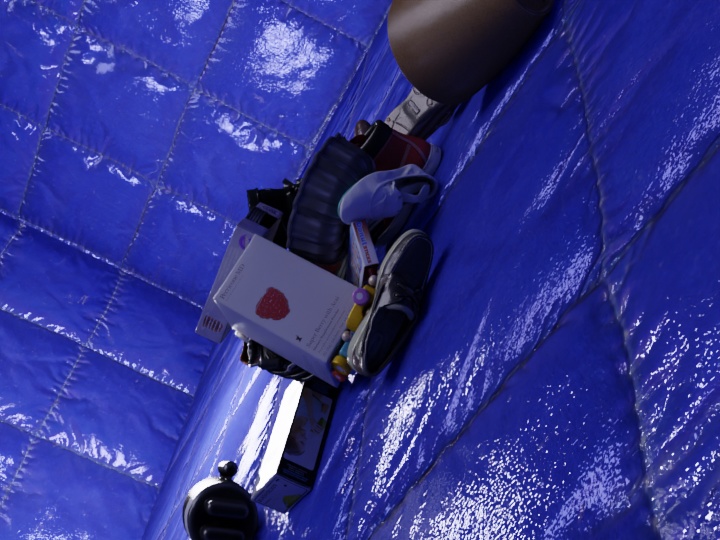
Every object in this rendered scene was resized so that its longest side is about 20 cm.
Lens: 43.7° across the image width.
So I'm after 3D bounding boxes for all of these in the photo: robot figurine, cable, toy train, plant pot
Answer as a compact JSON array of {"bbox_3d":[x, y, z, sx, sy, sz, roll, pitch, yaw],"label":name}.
[{"bbox_3d":[-0.239,0.418,1.530,0.150,0.125,0.200,-43,5,-17],"label":"robot figurine"},{"bbox_3d":[-0.090,0.077,1.409,0.051,0.160,0.202,68,-151,-48],"label":"cable"},{"bbox_3d":[0.027,0.067,1.250,0.150,0.055,0.203,-29,-39,-62],"label":"toy train"},{"bbox_3d":[0.166,-0.357,1.248,0.199,0.185,0.189,-21,42,55],"label":"plant pot"}]

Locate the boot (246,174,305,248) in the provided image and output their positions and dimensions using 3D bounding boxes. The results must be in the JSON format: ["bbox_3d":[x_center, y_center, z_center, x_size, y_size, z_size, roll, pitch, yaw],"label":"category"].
[{"bbox_3d":[-0.111,-0.069,1.577,0.073,0.160,0.202,-119,23,-67],"label":"boot"}]

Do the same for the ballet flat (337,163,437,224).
[{"bbox_3d":[0.048,-0.110,1.303,0.199,0.070,0.070,-27,-22,-49],"label":"ballet flat"}]

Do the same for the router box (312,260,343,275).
[{"bbox_3d":[-0.068,0.043,1.580,0.182,0.048,0.200,-65,-8,0],"label":"router box"}]

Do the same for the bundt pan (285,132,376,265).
[{"bbox_3d":[-0.033,-0.098,1.349,0.202,0.075,0.205,22,-91,-77],"label":"bundt pan"}]

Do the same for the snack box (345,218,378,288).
[{"bbox_3d":[0.000,0.004,1.330,0.201,0.024,0.073,97,159,-64],"label":"snack box"}]

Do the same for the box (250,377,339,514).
[{"bbox_3d":[-0.097,0.255,1.375,0.117,0.059,0.202,-52,16,48],"label":"box"}]

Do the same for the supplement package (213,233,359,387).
[{"bbox_3d":[-0.094,0.059,1.316,0.122,0.198,0.120,-58,-18,-17],"label":"supplement package"}]

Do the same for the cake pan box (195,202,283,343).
[{"bbox_3d":[-0.191,-0.003,1.453,0.184,0.052,0.202,-76,9,-72],"label":"cake pan box"}]

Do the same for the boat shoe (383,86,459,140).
[{"bbox_3d":[0.122,-0.275,1.472,0.199,0.071,0.076,-40,60,21],"label":"boat shoe"}]

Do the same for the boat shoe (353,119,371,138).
[{"bbox_3d":[0.021,-0.182,1.554,0.201,0.071,0.073,68,179,-57],"label":"boat shoe"}]

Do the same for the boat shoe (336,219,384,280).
[{"bbox_3d":[0.000,0.000,1.469,0.202,0.062,0.075,-65,-9,20],"label":"boat shoe"}]

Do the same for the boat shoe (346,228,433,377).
[{"bbox_3d":[0.048,0.046,1.152,0.203,0.071,0.066,-64,22,-1],"label":"boat shoe"}]

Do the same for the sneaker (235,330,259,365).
[{"bbox_3d":[-0.168,0.081,1.540,0.084,0.072,0.203,-20,-51,-44],"label":"sneaker"}]

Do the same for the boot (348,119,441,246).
[{"bbox_3d":[0.024,-0.143,1.464,0.202,0.142,0.073,-61,18,26],"label":"boot"}]
